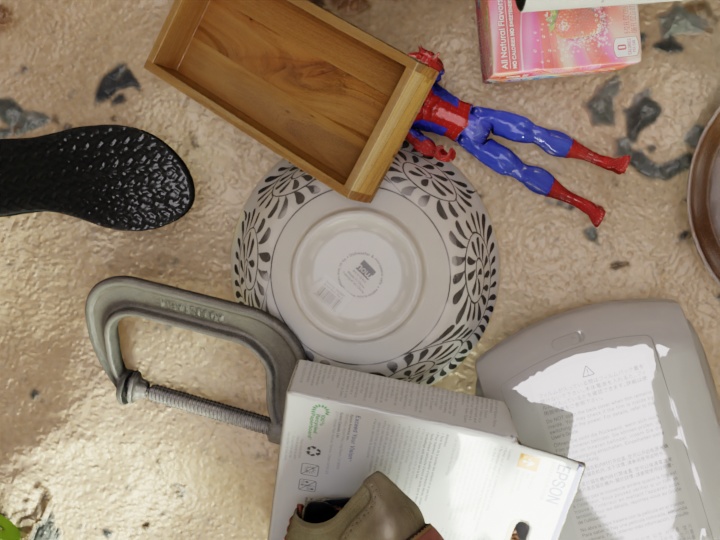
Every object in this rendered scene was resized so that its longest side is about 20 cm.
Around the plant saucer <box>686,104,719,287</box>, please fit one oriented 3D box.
[{"bbox_3d":[0.329,-0.055,0.851,0.200,0.034,0.200,1,97,4],"label":"plant saucer"}]

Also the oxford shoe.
[{"bbox_3d":[-0.026,0.194,0.831,0.200,0.070,0.075,-37,83,38],"label":"oxford shoe"}]

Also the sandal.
[{"bbox_3d":[-0.210,-0.071,0.888,0.200,0.048,0.075,5,98,16],"label":"sandal"}]

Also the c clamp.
[{"bbox_3d":[-0.111,0.085,0.873,0.200,0.027,0.171,19,131,11],"label":"c clamp"}]

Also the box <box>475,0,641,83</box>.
[{"bbox_3d":[0.125,-0.232,0.814,0.103,0.095,0.200,-5,96,2],"label":"box"}]

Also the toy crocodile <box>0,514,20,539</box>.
[{"bbox_3d":[-0.322,0.198,0.912,0.200,0.062,0.068,42,98,-1],"label":"toy crocodile"}]

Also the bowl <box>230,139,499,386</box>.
[{"bbox_3d":[0.000,0.000,0.847,0.201,0.094,0.201,0,93,4],"label":"bowl"}]

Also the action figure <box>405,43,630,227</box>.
[{"bbox_3d":[0.087,-0.096,0.835,0.200,0.099,0.065,25,96,4],"label":"action figure"}]

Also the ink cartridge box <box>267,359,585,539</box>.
[{"bbox_3d":[0.039,0.162,0.844,0.200,0.041,0.200,14,130,4],"label":"ink cartridge box"}]

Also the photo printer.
[{"bbox_3d":[0.178,0.124,0.862,0.166,0.069,0.200,-18,94,7],"label":"photo printer"}]

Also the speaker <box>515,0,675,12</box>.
[{"bbox_3d":[0.190,-0.203,0.729,0.200,0.081,0.081,-5,96,0],"label":"speaker"}]

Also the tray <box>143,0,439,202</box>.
[{"bbox_3d":[-0.052,-0.137,0.825,0.200,0.037,0.099,34,103,26],"label":"tray"}]
